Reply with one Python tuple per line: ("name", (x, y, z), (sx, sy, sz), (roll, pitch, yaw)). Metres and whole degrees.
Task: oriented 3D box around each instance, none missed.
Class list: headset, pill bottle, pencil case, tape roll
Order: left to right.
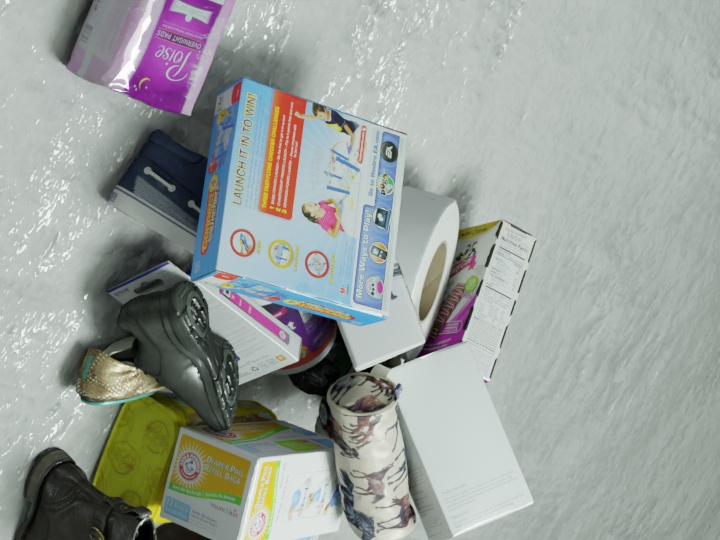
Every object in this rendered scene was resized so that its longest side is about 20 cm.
("pill bottle", (-0.100, 0.015, 1.591), (0.111, 0.111, 0.200), (-45, 144, -21))
("headset", (-0.038, 0.102, 1.757), (0.200, 0.094, 0.124), (-7, 121, -64))
("pencil case", (0.016, 0.206, 1.597), (0.089, 0.078, 0.200), (-32, 129, -35))
("tape roll", (0.056, 0.004, 1.761), (0.202, 0.071, 0.203), (16, 90, -76))

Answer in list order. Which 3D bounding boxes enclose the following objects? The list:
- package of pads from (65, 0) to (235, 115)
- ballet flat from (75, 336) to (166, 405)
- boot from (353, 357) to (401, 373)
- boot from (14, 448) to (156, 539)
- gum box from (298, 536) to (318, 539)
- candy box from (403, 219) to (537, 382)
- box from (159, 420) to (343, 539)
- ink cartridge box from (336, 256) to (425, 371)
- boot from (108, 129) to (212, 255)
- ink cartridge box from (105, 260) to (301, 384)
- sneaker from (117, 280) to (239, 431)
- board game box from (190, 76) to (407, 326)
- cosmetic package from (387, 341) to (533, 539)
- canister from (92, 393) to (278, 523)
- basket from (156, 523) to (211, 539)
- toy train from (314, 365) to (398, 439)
("package of pads", (-0.175, -0.249, 1.321), (0.120, 0.076, 0.200), (12, 105, -53))
("ballet flat", (-0.216, 0.099, 1.550), (0.200, 0.070, 0.065), (-7, 106, -55))
("boot", (0.002, 0.188, 1.865), (0.146, 0.070, 0.200), (14, 91, -76))
("boot", (-0.280, 0.296, 1.514), (0.069, 0.174, 0.200), (-22, 132, -43))
("gum box", (-0.103, 0.318, 1.863), (0.113, 0.066, 0.200), (24, 95, -58))
("candy box", (0.137, 0.042, 1.852), (0.061, 0.136, 0.200), (28, 72, -22))
("box", (-0.108, 0.230, 1.589), (0.200, 0.112, 0.102), (6, 100, -60))
("ink cartridge box", (0.000, 0.000, 1.591), (0.084, 0.200, 0.145), (-20, 178, 2))
("boot", (-0.142, -0.054, 1.445), (0.200, 0.073, 0.090), (32, 86, -19))
("ink cartridge box", (-0.161, 0.048, 1.524), (0.200, 0.095, 0.037), (39, 42, -36))
("sneaker", (-0.184, 0.090, 1.499), (0.076, 0.091, 0.200), (-82, 158, -48))
("board game box", (-0.057, -0.064, 1.439), (0.196, 0.056, 0.200), (17, 70, -29))
("cosmetic package", (0.099, 0.193, 1.646), (0.113, 0.200, 0.081), (-17, 169, -21))
("canister", (-0.191, 0.214, 1.650), (0.200, 0.086, 0.149), (9, 106, -57))
("basket", (-0.198, 0.411, 1.745), (0.136, 0.180, 0.200), (-80, 170, -60))
("toy train", (0.041, 0.167, 1.747), (0.200, 0.085, 0.114), (-10, 151, -20))
